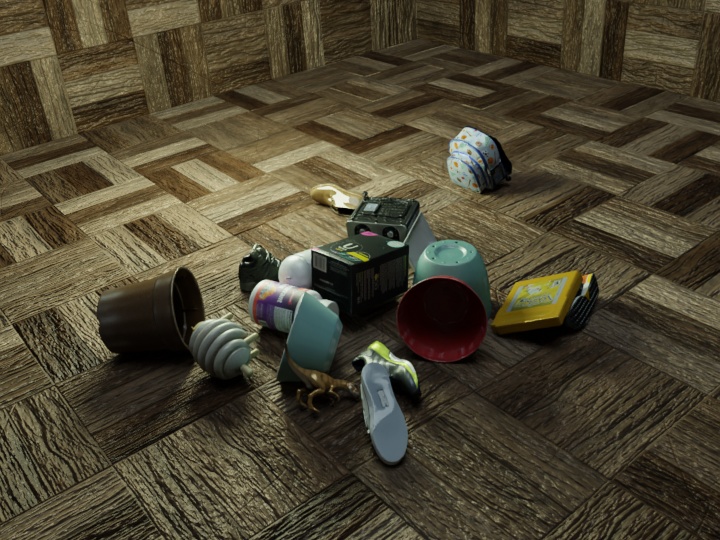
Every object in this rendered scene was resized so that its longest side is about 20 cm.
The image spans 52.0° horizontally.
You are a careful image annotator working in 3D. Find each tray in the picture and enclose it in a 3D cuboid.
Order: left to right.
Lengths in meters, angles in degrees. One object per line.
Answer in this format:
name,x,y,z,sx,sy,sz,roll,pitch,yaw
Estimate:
tray,0.157,-0.070,2.007,0.022,0.108,0.200,-18,23,29

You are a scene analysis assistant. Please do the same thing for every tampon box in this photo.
tampon box,0.000,0.000,1.796,0.199,0.127,0.149,-21,30,-41

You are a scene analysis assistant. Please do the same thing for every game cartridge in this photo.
game cartridge,0.410,0.075,1.720,0.175,0.033,0.200,-14,21,37

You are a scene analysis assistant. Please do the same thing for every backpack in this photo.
backpack,0.364,-0.358,2.372,0.199,0.191,0.154,25,57,40

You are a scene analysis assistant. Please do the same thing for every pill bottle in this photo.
pill bottle,-0.156,0.095,1.750,0.198,0.112,0.111,12,34,26

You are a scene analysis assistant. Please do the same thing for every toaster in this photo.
toaster,0.069,-0.130,2.093,0.179,0.120,0.200,6,32,16

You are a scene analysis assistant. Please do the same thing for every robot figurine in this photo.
robot figurine,-0.125,0.005,1.867,0.199,0.170,0.113,-21,66,-37

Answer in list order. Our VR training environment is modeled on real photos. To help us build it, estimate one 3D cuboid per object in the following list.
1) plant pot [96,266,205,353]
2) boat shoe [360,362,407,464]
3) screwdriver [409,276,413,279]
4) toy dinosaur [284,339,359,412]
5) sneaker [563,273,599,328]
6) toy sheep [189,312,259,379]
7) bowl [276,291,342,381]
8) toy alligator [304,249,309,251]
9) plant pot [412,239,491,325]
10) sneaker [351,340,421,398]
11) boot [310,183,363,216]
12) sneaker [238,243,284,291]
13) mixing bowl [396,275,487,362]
plant pot,-0.488,0.105,1.717,0.196,0.202,0.201,-10,29,8
boat shoe,0.036,0.288,1.439,0.074,0.086,0.203,-9,59,-16
screwdriver,0.114,0.026,1.917,0.199,0.028,0.029,-19,4,-26
toy dinosaur,-0.099,0.228,1.515,0.199,0.107,0.060,27,-12,-21
sneaker,0.498,0.077,1.752,0.089,0.070,0.200,-6,26,39
toy sheep,-0.300,0.172,1.625,0.199,0.139,0.137,29,43,35
bowl,-0.103,0.156,1.588,0.104,0.202,0.201,17,32,-1
toy alligator,-0.096,-0.021,1.994,0.199,0.055,0.059,17,37,32
plant pot,0.217,0.025,1.769,0.198,0.162,0.201,-3,30,2
sneaker,0.056,0.222,1.558,0.081,0.074,0.200,-28,29,-23
boot,-0.081,-0.220,2.322,0.198,0.074,0.076,14,45,24
sneaker,-0.225,-0.012,1.942,0.197,0.115,0.076,-4,32,-3
mixing bowl,0.186,0.092,1.642,0.198,0.202,0.108,3,20,12
